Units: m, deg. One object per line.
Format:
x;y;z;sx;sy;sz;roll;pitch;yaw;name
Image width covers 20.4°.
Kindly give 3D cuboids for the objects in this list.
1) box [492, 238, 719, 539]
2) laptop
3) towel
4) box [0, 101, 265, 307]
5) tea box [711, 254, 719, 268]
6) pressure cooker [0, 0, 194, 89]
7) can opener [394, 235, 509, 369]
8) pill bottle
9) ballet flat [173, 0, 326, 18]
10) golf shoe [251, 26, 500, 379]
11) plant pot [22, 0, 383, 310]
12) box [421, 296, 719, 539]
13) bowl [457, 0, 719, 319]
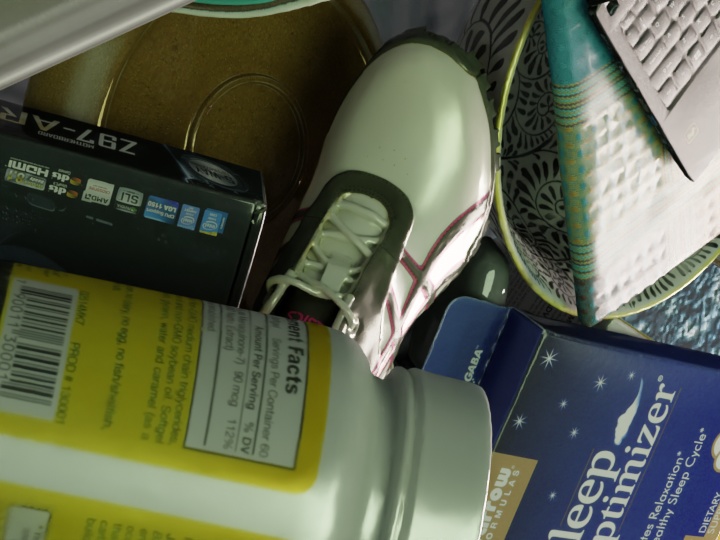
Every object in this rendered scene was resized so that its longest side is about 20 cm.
0.125;0.087;1.026;0.200;0.101;0.113;33;92;-40;box
0.183;-0.139;0.788;0.178;0.103;0.200;-51;139;-9;laptop
0.136;-0.090;0.865;0.146;0.022;0.201;-32;132;-27;towel
-0.152;0.016;0.776;0.198;0.044;0.161;15;107;-10;box
0.305;-0.048;1.061;0.196;0.133;0.201;28;95;-40;tea box
-0.138;-0.144;0.670;0.199;0.176;0.179;-22;122;8;pressure cooker
0.011;0.060;0.941;0.052;0.067;0.201;-4;131;-30;can opener
-0.061;0.068;0.710;0.198;0.114;0.115;12;107;-9;pill bottle
-0.013;-0.136;0.781;0.069;0.198;0.070;-4;90;-72;ballet flat
0.000;0.000;0.813;0.088;0.077;0.202;-20;131;-77;golf shoe
-0.054;-0.052;0.853;0.199;0.027;0.202;-11;108;-39;plant pot
0.101;0.087;0.923;0.199;0.032;0.122;13;105;-36;box
0.104;-0.087;0.923;0.200;0.094;0.202;-20;121;-36;bowl
